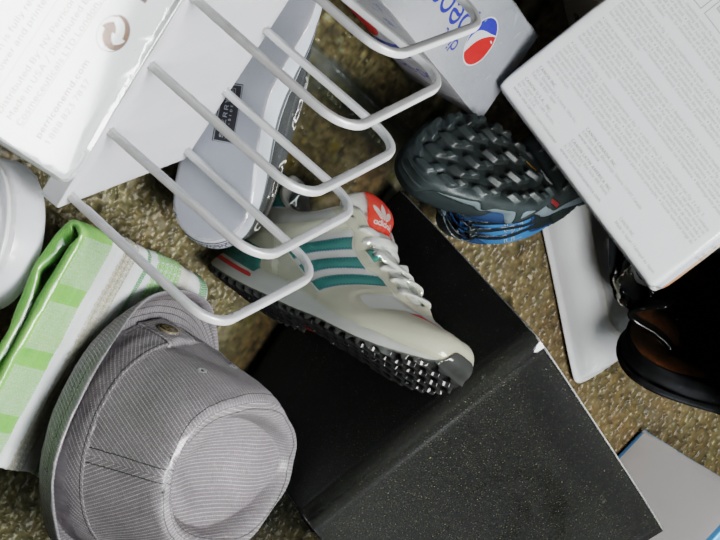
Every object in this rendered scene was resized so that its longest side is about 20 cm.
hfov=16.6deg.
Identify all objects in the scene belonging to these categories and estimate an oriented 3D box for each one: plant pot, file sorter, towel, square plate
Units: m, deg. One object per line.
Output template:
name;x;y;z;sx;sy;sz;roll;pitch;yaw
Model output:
plant pot;0.039;0.107;1.552;0.177;0.200;0.200;-37;128;-2
file sorter;-0.047;-0.091;1.324;0.200;0.124;0.139;-55;167;27
towel;-0.162;0.049;1.417;0.149;0.031;0.200;-62;160;-1
square plate;0.214;-0.042;1.708;0.198;0.028;0.200;-30;124;-23

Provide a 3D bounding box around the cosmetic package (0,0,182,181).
cosmetic package;-0.204;-0.176;1.233;0.166;0.200;0.168;33;89;-39

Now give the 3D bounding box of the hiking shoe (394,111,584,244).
hiking shoe;0.076;-0.045;1.538;0.087;0.074;0.200;-40;157;27

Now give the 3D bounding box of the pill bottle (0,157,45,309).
pill bottle;-0.273;-0.035;1.303;0.200;0.112;0.113;12;102;-39

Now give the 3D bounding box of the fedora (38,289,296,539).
fedora;-0.099;0.105;1.427;0.200;0.090;0.177;14;92;-65

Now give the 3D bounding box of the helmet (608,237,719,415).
helmet;0.263;0.007;1.601;0.200;0.190;0.200;-33;134;-42

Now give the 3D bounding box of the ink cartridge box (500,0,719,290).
ink cartridge box;0.210;-0.111;1.502;0.200;0.162;0.050;-37;170;8

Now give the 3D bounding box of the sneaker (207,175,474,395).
sneaker;0.000;0.000;1.464;0.094;0.200;0.070;-58;139;-8

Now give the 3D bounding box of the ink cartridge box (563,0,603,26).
ink cartridge box;0.215;-0.167;1.598;0.200;0.116;0.067;-31;125;-22

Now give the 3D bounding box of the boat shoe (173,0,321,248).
boat shoe;-0.064;-0.111;1.460;0.057;0.068;0.200;6;101;-74

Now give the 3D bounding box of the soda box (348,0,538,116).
soda box;0.037;-0.164;1.460;0.068;0.063;0.200;-55;153;-3

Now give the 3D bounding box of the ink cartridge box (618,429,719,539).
ink cartridge box;0.240;0.242;1.787;0.129;0.125;0.200;-46;128;-11
